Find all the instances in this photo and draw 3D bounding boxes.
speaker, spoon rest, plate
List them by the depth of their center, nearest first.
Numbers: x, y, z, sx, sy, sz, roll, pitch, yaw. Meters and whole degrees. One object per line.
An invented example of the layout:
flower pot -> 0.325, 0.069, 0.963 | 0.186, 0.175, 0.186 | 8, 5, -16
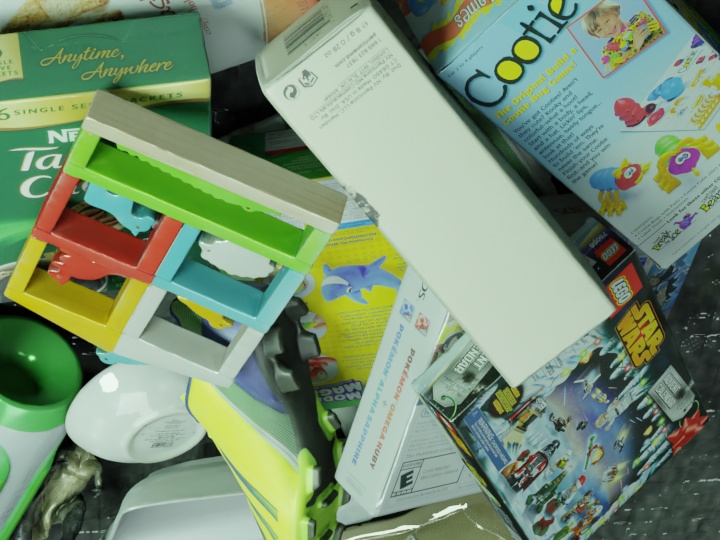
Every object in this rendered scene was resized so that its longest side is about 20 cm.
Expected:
spoon rest -> -0.086, 0.077, 1.252 | 0.200, 0.061, 0.099 | 2, 138, -34
speaker -> -0.240, 0.118, 1.271 | 0.088, 0.088, 0.200 | 14, 133, -23
plate -> -0.068, 0.144, 1.311 | 0.199, 0.032, 0.200 | -8, 164, -16

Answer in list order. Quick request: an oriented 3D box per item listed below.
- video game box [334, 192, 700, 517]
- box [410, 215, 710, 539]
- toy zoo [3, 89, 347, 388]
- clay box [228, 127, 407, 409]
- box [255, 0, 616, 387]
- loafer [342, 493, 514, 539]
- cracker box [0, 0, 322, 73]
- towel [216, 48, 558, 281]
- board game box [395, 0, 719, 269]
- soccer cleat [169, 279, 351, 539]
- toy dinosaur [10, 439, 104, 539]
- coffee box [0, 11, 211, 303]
video game box -> 0.094, 0.043, 1.184 | 0.200, 0.047, 0.182 | -7, 129, -41
box -> 0.119, 0.075, 1.168 | 0.137, 0.040, 0.200 | -43, 143, -7
toy zoo -> -0.102, -0.003, 1.040 | 0.131, 0.020, 0.200 | 24, 143, -10
clay box -> 0.000, 0.000, 1.173 | 0.115, 0.048, 0.200 | -8, 139, 5
box -> 0.036, -0.044, 1.014 | 0.068, 0.082, 0.200 | -38, 107, 7
loafer -> 0.031, 0.204, 1.412 | 0.200, 0.067, 0.076 | -28, 153, 19
cracker box -> -0.129, -0.148, 1.020 | 0.200, 0.058, 0.134 | -18, 139, 11
towel -> -0.003, -0.051, 1.175 | 0.200, 0.031, 0.149 | -21, 134, 17
board game box -> 0.121, -0.109, 1.059 | 0.105, 0.103, 0.200 | -41, 130, 15
soccer cleat -> -0.058, 0.091, 1.175 | 0.084, 0.065, 0.200 | 4, 124, 24
toy dinosaur -> -0.202, 0.160, 1.322 | 0.047, 0.088, 0.200 | 22, 130, -22
coffee box -> -0.138, -0.052, 1.058 | 0.123, 0.044, 0.200 | -6, 151, -9
